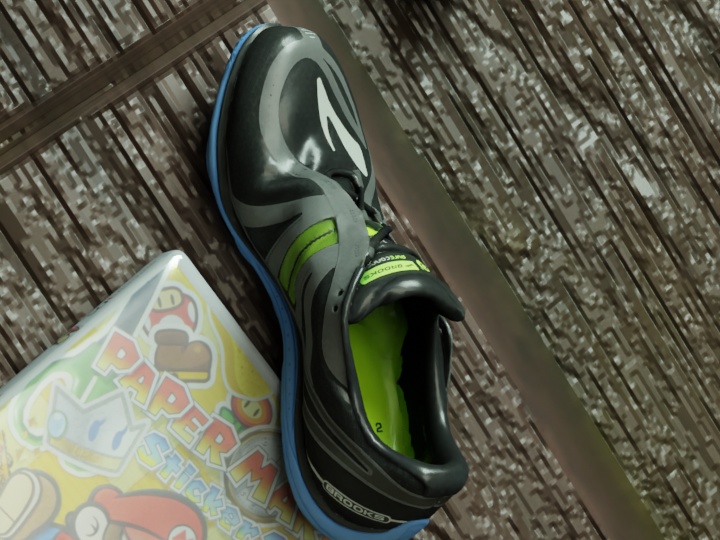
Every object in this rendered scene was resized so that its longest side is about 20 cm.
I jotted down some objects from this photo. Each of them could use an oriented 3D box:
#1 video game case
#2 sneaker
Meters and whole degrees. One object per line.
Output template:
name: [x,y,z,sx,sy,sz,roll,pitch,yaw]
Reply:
video game case: [-0.075,0.125,0.858,0.182,0.023,0.200,-42,103,-24]
sneaker: [0.000,0.000,0.863,0.071,0.083,0.200,-4,74,-40]
